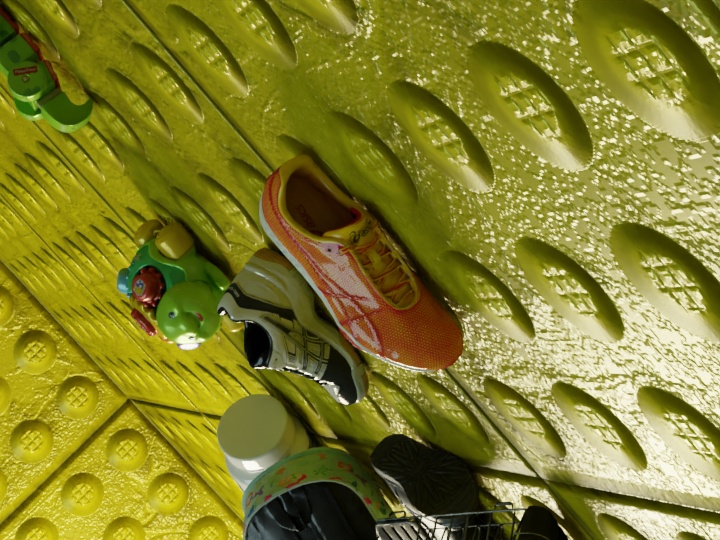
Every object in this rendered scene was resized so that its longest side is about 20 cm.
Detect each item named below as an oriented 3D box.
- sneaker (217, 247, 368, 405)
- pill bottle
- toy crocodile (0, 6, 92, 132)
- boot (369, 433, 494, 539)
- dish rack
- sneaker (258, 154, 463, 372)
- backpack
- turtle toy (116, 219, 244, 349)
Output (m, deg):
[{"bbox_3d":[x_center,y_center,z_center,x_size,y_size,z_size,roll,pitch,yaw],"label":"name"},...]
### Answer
[{"bbox_3d":[-0.069,0.072,1.474,0.075,0.088,0.200,20,152,53],"label":"sneaker"},{"bbox_3d":[-0.109,0.251,1.978,0.114,0.114,0.200,34,161,35],"label":"pill bottle"},{"bbox_3d":[-0.350,-0.216,1.547,0.200,0.062,0.068,48,166,10],"label":"toy crocodile"},{"bbox_3d":[0.106,0.268,1.549,0.201,0.066,0.165,59,168,-30],"label":"boot"},{"bbox_3d":[0.113,0.278,1.429,0.199,0.055,0.154,-8,134,29],"label":"dish rack"},{"bbox_3d":[0.000,0.000,1.150,0.200,0.073,0.077,43,155,0],"label":"sneaker"},{"bbox_3d":[-0.047,0.313,1.852,0.200,0.177,0.151,55,-168,-28],"label":"backpack"},{"bbox_3d":[-0.198,0.028,1.671,0.146,0.101,0.200,51,164,-20],"label":"turtle toy"}]
